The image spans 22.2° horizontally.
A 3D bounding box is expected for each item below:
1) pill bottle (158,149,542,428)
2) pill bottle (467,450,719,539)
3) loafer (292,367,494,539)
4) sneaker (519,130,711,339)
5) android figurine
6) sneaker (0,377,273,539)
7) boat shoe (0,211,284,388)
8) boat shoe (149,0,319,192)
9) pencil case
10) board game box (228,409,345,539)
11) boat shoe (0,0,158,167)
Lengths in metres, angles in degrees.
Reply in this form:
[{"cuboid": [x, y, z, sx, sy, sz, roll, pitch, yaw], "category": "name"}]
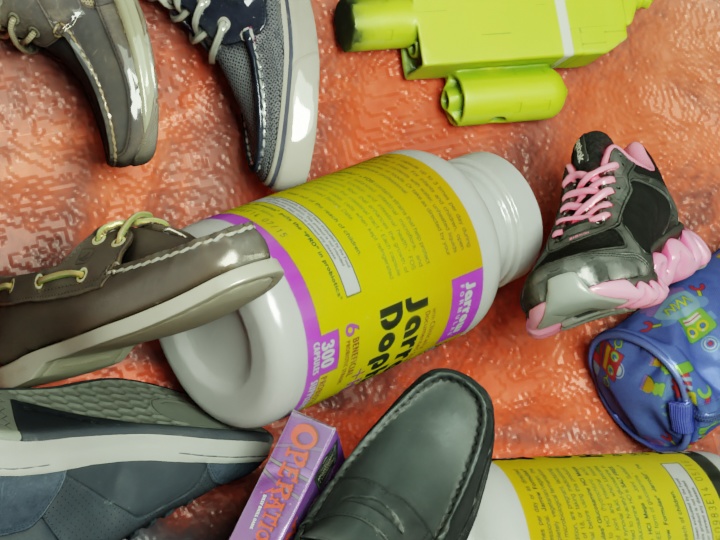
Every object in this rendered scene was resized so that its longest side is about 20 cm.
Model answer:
[{"cuboid": [0.000, 0.000, 0.932, 0.200, 0.104, 0.104, -23, 89, -38], "category": "pill bottle"}, {"cuboid": [0.100, 0.152, 0.948, 0.200, 0.112, 0.113, 0, 80, -21], "category": "pill bottle"}, {"cuboid": [0.003, 0.131, 0.842, 0.068, 0.070, 0.201, 28, 75, 14], "category": "loafer"}, {"cuboid": [0.125, -0.024, 0.968, 0.200, 0.079, 0.095, -26, 100, -68], "category": "sneaker"}, {"cuboid": [0.077, -0.173, 1.041, 0.200, 0.041, 0.182, -8, 83, -22], "category": "android figurine"}, {"cuboid": [-0.135, 0.130, 0.884, 0.202, 0.077, 0.146, 3, 105, -47], "category": "sneaker"}, {"cuboid": [-0.112, 0.008, 0.849, 0.072, 0.200, 0.060, -10, 82, -42], "category": "boat shoe"}, {"cuboid": [-0.076, -0.137, 0.962, 0.093, 0.075, 0.200, 0, 72, -16], "category": "boat shoe"}, {"cuboid": [0.225, 0.024, 1.039, 0.200, 0.087, 0.078, -32, 127, -23], "category": "pencil case"}, {"cuboid": [-0.058, 0.177, 0.880, 0.032, 0.120, 0.200, 20, 70, 18], "category": "board game box"}, {"cuboid": [-0.158, -0.140, 0.932, 0.073, 0.075, 0.200, -18, 78, -14], "category": "boat shoe"}]
